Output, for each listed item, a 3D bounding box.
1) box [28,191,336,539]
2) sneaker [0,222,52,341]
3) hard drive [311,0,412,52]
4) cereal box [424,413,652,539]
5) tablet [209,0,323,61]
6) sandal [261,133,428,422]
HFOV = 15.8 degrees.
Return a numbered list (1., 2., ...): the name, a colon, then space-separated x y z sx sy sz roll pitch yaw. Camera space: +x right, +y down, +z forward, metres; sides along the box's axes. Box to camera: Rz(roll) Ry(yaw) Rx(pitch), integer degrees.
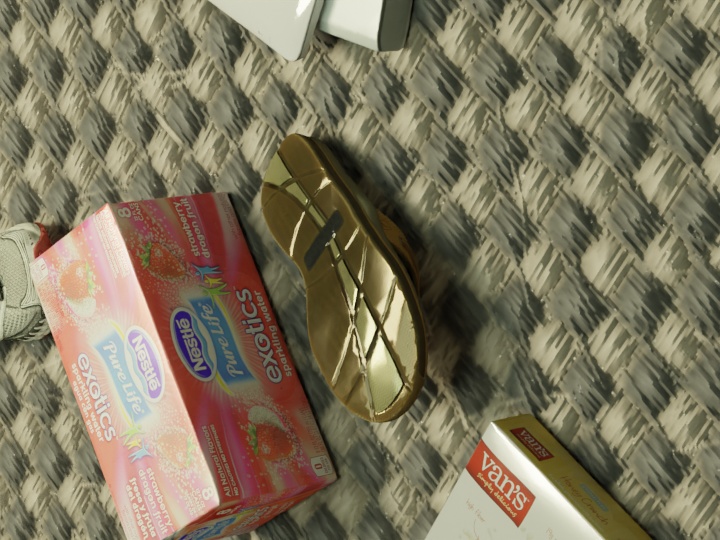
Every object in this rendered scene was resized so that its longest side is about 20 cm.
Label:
1. box: -0.111 0.062 1.589 0.095 0.103 0.200 -34 71 42
2. sneaker: -0.273 0.023 1.760 0.200 0.082 0.078 -25 78 44
3. hard drive: -0.042 -0.219 1.534 0.200 0.026 0.132 24 113 41
4. cereal box: 0.087 0.201 1.454 0.144 0.040 0.200 45 125 31
5. tablet: -0.081 -0.225 1.544 0.200 0.014 0.130 38 121 35
6. sandal: 0.000 0.000 1.510 0.080 0.054 0.200 -52 46 30
